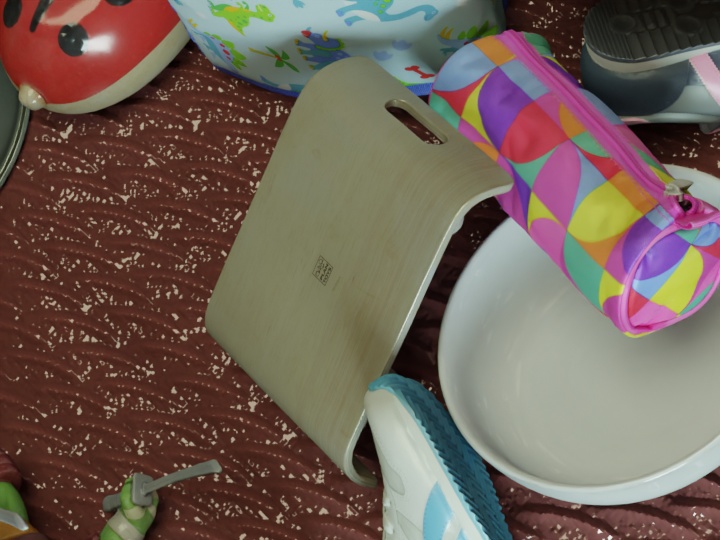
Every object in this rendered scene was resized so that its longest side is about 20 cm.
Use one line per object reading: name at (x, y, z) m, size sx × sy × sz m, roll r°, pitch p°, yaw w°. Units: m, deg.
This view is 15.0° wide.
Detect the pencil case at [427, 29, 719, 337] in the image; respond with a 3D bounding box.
pencil case at (0.118, -0.051, 1.462) m, size 0.088 × 0.088 × 0.200 m, roll -45°, pitch 52°, yaw 1°

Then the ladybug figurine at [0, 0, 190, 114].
ladybug figurine at (-0.156, -0.189, 1.670) m, size 0.135 × 0.072 × 0.201 m, roll 22°, pitch 80°, yaw 19°

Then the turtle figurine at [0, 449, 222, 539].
turtle figurine at (-0.188, 0.123, 1.550) m, size 0.144 × 0.201 × 0.194 m, roll -31°, pitch 54°, yaw -30°

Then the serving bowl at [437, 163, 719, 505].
serving bowl at (0.145, 0.043, 1.483) m, size 0.199 × 0.066 × 0.201 m, roll -12°, pitch 55°, yaw 18°

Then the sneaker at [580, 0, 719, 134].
sneaker at (0.220, -0.116, 1.526) m, size 0.199 × 0.082 × 0.070 m, roll -1°, pitch 48°, yaw -1°

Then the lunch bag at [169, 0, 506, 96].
lunch bag at (-0.027, -0.184, 1.563) m, size 0.199 × 0.170 × 0.128 m, roll -9°, pitch 54°, yaw 20°

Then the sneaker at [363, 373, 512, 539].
sneaker at (0.040, 0.153, 1.458) m, size 0.080 × 0.077 × 0.201 m, roll -22°, pitch 94°, yaw 15°

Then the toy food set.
toy food set at (0.000, 0.000, 1.520) m, size 0.143 × 0.060 × 0.201 m, roll 43°, pitch 118°, yaw 39°

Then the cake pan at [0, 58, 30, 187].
cake pan at (-0.304, -0.103, 1.720) m, size 0.199 × 0.037 × 0.201 m, roll -6°, pitch 71°, yaw 18°
